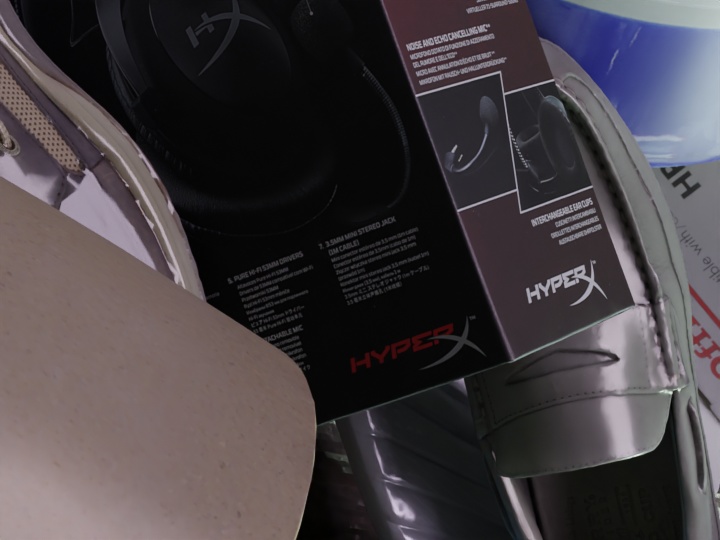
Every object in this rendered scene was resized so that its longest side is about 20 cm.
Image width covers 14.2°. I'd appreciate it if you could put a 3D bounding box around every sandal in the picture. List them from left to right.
[{"bbox_3d":[-0.006,0.001,0.874,0.079,0.059,0.208,-3,77,-38],"label":"sandal"}]

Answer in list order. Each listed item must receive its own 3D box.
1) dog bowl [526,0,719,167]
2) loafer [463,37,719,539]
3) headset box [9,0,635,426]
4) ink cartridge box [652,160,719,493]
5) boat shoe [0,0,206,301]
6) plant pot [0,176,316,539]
[{"bbox_3d":[0.066,-0.126,0.876,0.199,0.079,0.201,12,42,-11],"label":"dog bowl"},{"bbox_3d":[0.064,0.033,0.813,0.070,0.070,0.201,-80,153,-67],"label":"loafer"},{"bbox_3d":[-0.036,-0.056,0.770,0.077,0.148,0.201,-18,88,-57],"label":"headset box"},{"bbox_3d":[0.122,-0.024,0.951,0.116,0.068,0.200,49,28,-5],"label":"ink cartridge box"},{"bbox_3d":[-0.112,-0.029,0.722,0.201,0.074,0.073,58,42,-4],"label":"boat shoe"},{"bbox_3d":[-0.143,0.028,0.546,0.200,0.187,0.188,42,39,-21],"label":"plant pot"}]
